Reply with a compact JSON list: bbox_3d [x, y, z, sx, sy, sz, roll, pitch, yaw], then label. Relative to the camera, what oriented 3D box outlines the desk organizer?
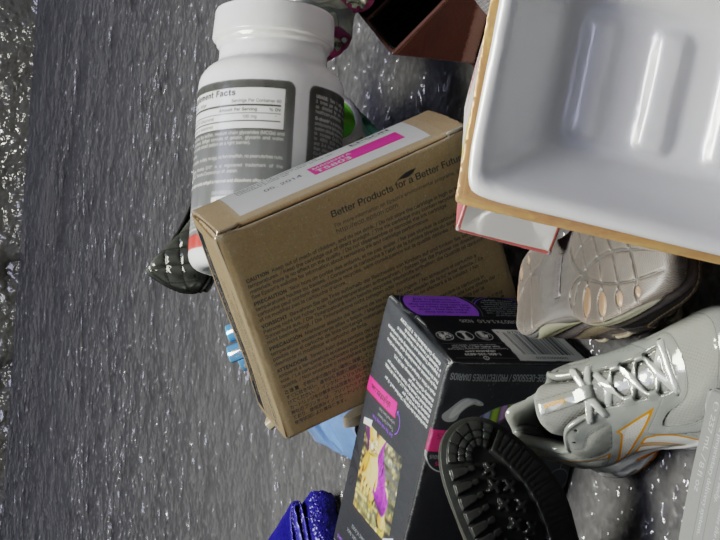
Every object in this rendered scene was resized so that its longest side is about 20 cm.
[{"bbox_3d":[0.036,-0.240,1.273,0.200,0.076,0.072,-122,41,-53],"label":"desk organizer"}]

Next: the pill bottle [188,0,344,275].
[{"bbox_3d":[-0.070,-0.097,1.193,0.116,0.115,0.203,164,110,-66],"label":"pill bottle"}]

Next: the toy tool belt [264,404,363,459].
[{"bbox_3d":[0.004,0.113,1.229,0.200,0.122,0.126,13,125,67],"label":"toy tool belt"}]

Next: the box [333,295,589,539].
[{"bbox_3d":[0.070,0.130,1.087,0.106,0.121,0.202,-131,48,-56],"label":"box"}]

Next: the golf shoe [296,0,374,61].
[{"bbox_3d":[-0.029,-0.233,1.258,0.200,0.075,0.093,-37,39,59],"label":"golf shoe"}]

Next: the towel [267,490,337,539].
[{"bbox_3d":[-0.050,0.321,1.442,0.148,0.049,0.202,125,141,-50],"label":"towel"}]

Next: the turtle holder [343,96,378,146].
[{"bbox_3d":[-0.036,-0.062,1.306,0.186,0.139,0.133,-69,-15,-49],"label":"turtle holder"}]

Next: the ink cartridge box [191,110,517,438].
[{"bbox_3d":[0.000,0.000,1.112,0.075,0.198,0.166,37,147,64],"label":"ink cartridge box"}]

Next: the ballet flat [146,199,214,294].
[{"bbox_3d":[-0.127,-0.079,1.303,0.066,0.056,0.202,152,134,-66],"label":"ballet flat"}]

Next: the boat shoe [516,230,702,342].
[{"bbox_3d":[0.162,0.004,0.952,0.200,0.072,0.076,163,114,-72],"label":"boat shoe"}]

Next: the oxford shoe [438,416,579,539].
[{"bbox_3d":[0.102,0.183,0.978,0.201,0.072,0.084,60,162,-4],"label":"oxford shoe"}]

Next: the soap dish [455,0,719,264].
[{"bbox_3d":[0.162,-0.093,0.832,0.081,0.198,0.159,-41,-37,-69],"label":"soap dish"}]

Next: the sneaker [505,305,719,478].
[{"bbox_3d":[0.157,0.077,0.926,0.200,0.091,0.077,132,136,-55],"label":"sneaker"}]

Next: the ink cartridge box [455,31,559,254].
[{"bbox_3d":[0.109,-0.117,1.010,0.201,0.067,0.117,-80,5,-57],"label":"ink cartridge box"}]

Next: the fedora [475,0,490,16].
[{"bbox_3d":[0.150,-0.214,0.947,0.177,0.090,0.200,-52,55,15],"label":"fedora"}]

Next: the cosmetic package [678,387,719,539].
[{"bbox_3d":[0.241,0.134,0.730,0.200,0.089,0.108,-151,69,-68],"label":"cosmetic package"}]

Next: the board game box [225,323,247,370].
[{"bbox_3d":[-0.073,0.033,1.384,0.026,0.200,0.202,-22,54,16],"label":"board game box"}]
